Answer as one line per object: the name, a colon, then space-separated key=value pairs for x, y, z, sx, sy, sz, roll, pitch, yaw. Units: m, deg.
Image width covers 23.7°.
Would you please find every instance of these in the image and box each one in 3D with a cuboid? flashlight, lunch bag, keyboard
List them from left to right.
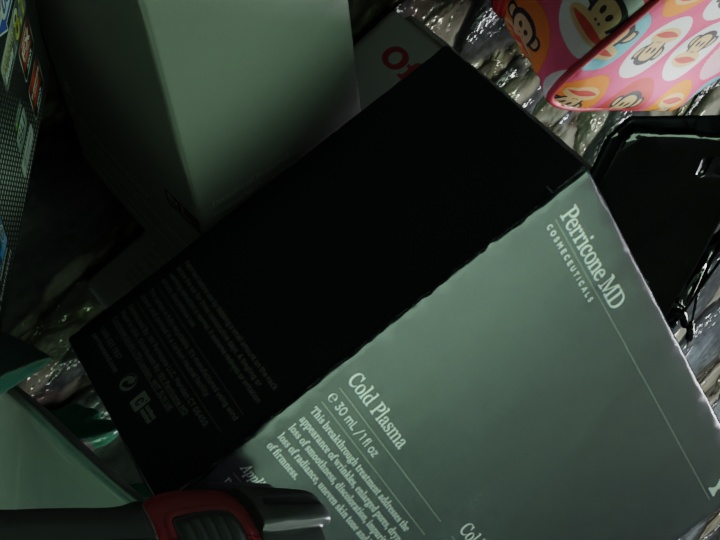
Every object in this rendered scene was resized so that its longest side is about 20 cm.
flashlight: x=-0.099 y=0.094 z=0.487 sx=0.199 sy=0.068 sz=0.068 roll=3 pitch=91 yaw=-38
keyboard: x=0.115 y=0.005 z=0.786 sx=0.103 sy=0.040 sz=0.201 roll=1 pitch=132 yaw=-26
lunch bag: x=0.175 y=-0.158 z=0.858 sx=0.176 sy=0.082 sz=0.199 roll=-39 pitch=163 yaw=30

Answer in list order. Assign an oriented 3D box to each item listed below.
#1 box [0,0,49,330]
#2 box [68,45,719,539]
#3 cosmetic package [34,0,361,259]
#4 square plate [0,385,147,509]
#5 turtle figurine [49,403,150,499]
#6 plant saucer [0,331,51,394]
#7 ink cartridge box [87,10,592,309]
box: x=-0.139 y=-0.040 z=0.509 sx=0.044 sy=0.201 sz=0.161 roll=2 pitch=144 yaw=1
box: x=0.025 y=0.056 z=0.657 sx=0.182 sy=0.104 sz=0.200 roll=-37 pitch=132 yaw=-3
cosmetic package: x=-0.062 y=-0.090 z=0.627 sx=0.090 sy=0.107 sz=0.201 roll=-37 pitch=150 yaw=-14
square plate: x=-0.115 y=0.170 z=0.725 sx=0.028 sy=0.198 sz=0.202 roll=-6 pitch=116 yaw=-42
turtle figurine: x=-0.137 y=0.176 z=0.843 sx=0.100 sy=0.149 sz=0.201 roll=-26 pitch=134 yaw=-42
plant saucer: x=-0.210 y=0.065 z=0.627 sx=0.199 sy=0.036 sz=0.200 roll=-29 pitch=180 yaw=0
ink cartridge box: x=0.000 y=0.000 z=0.795 sx=0.200 sy=0.145 sz=0.088 roll=-43 pitch=153 yaw=-7
